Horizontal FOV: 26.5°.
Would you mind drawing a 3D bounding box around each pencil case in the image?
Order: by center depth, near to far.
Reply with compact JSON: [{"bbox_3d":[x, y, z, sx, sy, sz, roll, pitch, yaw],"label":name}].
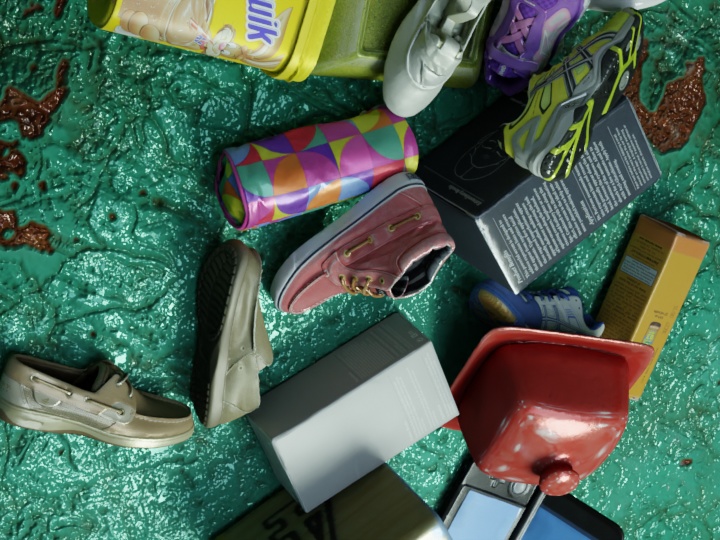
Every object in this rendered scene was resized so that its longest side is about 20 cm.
[{"bbox_3d":[-0.042,-0.101,1.467,0.199,0.088,0.089,-18,118,-24],"label":"pencil case"}]

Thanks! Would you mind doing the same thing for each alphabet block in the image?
[{"bbox_3d":[-0.006,0.331,1.600,0.200,0.196,0.196,-36,122,-11],"label":"alphabet block"}]

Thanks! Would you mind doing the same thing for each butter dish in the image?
[{"bbox_3d":[0.199,0.168,1.623,0.199,0.148,0.200,8,141,-18],"label":"butter dish"}]

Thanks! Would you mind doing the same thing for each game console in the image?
[{"bbox_3d":[0.170,0.335,1.747,0.175,0.116,0.201,24,97,-34],"label":"game console"}]

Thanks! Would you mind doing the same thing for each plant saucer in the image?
[{"bbox_3d":[0.057,-0.273,1.467,0.199,0.048,0.201,1,110,-29],"label":"plant saucer"}]

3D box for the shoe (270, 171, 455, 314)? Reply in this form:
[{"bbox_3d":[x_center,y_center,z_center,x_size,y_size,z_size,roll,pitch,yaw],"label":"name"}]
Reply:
[{"bbox_3d":[0.000,0.000,1.485,0.200,0.091,0.071,-40,152,21],"label":"shoe"}]

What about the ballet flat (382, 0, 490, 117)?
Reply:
[{"bbox_3d":[0.083,-0.233,1.429,0.069,0.069,0.201,24,98,-34],"label":"ballet flat"}]

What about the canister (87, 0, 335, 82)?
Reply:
[{"bbox_3d":[-0.127,-0.260,1.349,0.199,0.087,0.149,10,105,-30],"label":"canister"}]

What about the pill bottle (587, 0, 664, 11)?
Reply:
[{"bbox_3d":[0.254,-0.366,1.498,0.112,0.113,0.201,-21,119,-20],"label":"pill bottle"}]

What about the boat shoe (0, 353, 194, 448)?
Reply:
[{"bbox_3d":[-0.244,0.122,1.453,0.199,0.071,0.065,11,106,-31],"label":"boat shoe"}]

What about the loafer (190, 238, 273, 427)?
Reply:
[{"bbox_3d":[-0.121,0.060,1.498,0.067,0.076,0.201,-4,122,-28],"label":"loafer"}]

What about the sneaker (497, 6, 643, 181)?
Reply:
[{"bbox_3d":[0.203,-0.179,1.453,0.200,0.076,0.076,-53,152,-20],"label":"sneaker"}]

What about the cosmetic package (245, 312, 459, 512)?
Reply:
[{"bbox_3d":[-0.009,0.146,1.588,0.199,0.090,0.107,-28,122,-13],"label":"cosmetic package"}]

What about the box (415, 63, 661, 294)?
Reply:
[{"bbox_3d":[0.173,-0.096,1.545,0.200,0.148,0.107,-38,123,-10],"label":"box"}]

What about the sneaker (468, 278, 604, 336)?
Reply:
[{"bbox_3d":[0.193,0.045,1.672,0.200,0.075,0.088,38,82,-44],"label":"sneaker"}]

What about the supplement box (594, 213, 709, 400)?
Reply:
[{"bbox_3d":[0.316,0.043,1.730,0.066,0.069,0.201,13,102,-42],"label":"supplement box"}]

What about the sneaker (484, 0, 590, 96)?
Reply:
[{"bbox_3d":[0.159,-0.230,1.460,0.089,0.080,0.200,-53,170,-18],"label":"sneaker"}]
